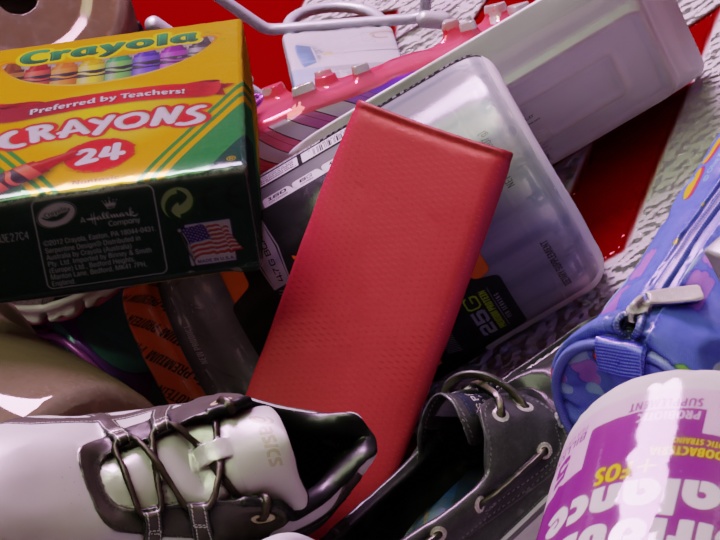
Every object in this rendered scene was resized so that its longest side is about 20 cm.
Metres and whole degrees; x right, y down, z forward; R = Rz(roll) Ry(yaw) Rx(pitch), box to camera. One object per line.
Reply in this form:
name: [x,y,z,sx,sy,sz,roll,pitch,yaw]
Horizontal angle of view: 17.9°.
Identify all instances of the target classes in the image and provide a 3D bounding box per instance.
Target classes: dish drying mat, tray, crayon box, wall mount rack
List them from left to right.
crayon box: [-0.110,-0.059,1.022,0.126,0.051,0.200,-8,27,0]
wall mount rack: [-0.036,-0.138,1.298,0.173,0.075,0.200,-4,29,-6]
dish drying mat: [-0.003,0.034,0.963,0.077,0.018,0.201,21,91,24]
tray: [0.072,-0.073,1.113,0.199,0.107,0.022,-30,52,5]

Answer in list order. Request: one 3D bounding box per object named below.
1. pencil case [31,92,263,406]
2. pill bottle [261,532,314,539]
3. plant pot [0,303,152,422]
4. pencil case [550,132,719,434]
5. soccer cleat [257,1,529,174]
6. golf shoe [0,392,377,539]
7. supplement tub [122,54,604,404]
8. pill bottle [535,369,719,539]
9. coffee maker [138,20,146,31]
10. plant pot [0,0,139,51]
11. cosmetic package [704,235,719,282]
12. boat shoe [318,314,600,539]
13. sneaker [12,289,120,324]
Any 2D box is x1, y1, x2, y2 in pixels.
pencil case: [-0.086,-0.004,1.167,0.085,0.093,0.200,7,48,49]
pill bottle: [-0.089,0.186,0.843,0.199,0.120,0.120,-24,29,16]
plant pot: [-0.169,0.097,0.979,0.174,0.201,0.200,5,45,41]
pencil case: [0.152,-0.004,0.926,0.078,0.087,0.200,19,52,30]
soccer cleat: [0.013,-0.071,1.139,0.199,0.077,0.067,-23,11,-15]
golf shoe: [-0.076,0.076,0.857,0.094,0.078,0.200,-33,-17,35]
supplement tub: [0.000,0.000,1.041,0.199,0.123,0.123,-31,28,5]
pill bottle: [0.101,0.135,0.739,0.112,0.113,0.200,-16,32,29]
coffee maker: [-0.244,-0.067,1.361,0.192,0.135,0.201,-28,32,40]
plant pot: [-0.187,-0.100,1.213,0.200,0.200,0.175,-50,-9,-29]
cosmetic package: [0.218,0.031,0.793,0.074,0.102,0.200,-40,28,-16]
boat shoe: [0.046,0.078,0.930,0.200,0.066,0.070,-43,30,-18]
sneaker: [-0.178,-0.025,1.103,0.199,0.088,0.074,-10,37,32]
